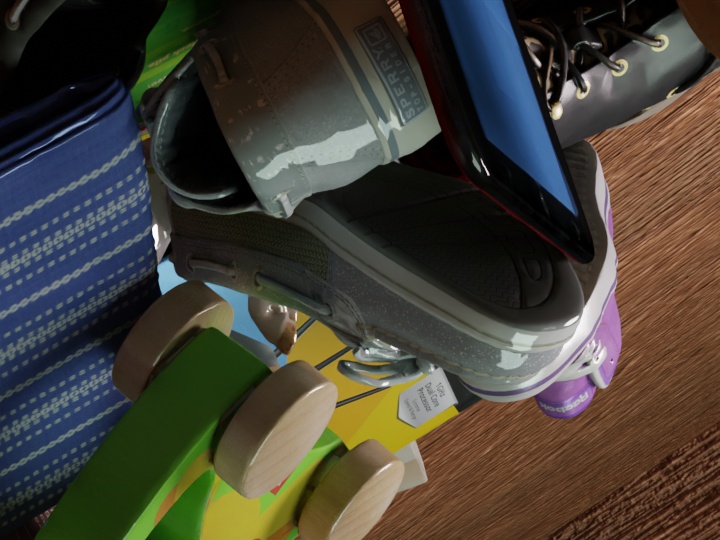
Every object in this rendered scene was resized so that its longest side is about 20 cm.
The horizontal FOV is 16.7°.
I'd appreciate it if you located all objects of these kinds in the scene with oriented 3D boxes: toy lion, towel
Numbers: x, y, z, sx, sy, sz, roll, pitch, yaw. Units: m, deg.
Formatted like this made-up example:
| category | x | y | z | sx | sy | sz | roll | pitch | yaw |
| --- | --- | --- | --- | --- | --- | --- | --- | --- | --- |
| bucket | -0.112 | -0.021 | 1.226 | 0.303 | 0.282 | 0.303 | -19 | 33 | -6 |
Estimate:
| category | x | y | z | sx | sy | sz | roll | pitch | yaw |
| --- | --- | --- | --- | --- | --- | --- | --- | --- | --- |
| toy lion | -0.075 | 0.116 | 0.871 | 0.192 | 0.069 | 0.200 | -52 | 162 | -6 |
| towel | -0.128 | 0.029 | 0.790 | 0.144 | 0.024 | 0.200 | -30 | 150 | -19 |

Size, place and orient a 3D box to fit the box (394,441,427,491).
| category | x | y | z | sx | sy | sz | roll | pitch | yaw |
| --- | --- | --- | --- | --- | --- | --- | --- | --- | --- |
| box | -0.077 | 0.085 | 1.200 | 0.199 | 0.095 | 0.078 | -18 | 157 | 1 |

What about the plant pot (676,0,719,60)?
| category | x | y | z | sx | sy | sz | roll | pitch | yaw |
| --- | --- | --- | --- | --- | --- | --- | --- | --- | --- |
| plant pot | 0.200 | -0.141 | 0.894 | 0.139 | 0.201 | 0.200 | -6 | 157 | -24 |

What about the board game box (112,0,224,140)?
| category | x | y | z | sx | sy | sz | roll | pitch | yaw |
| --- | --- | --- | --- | --- | --- | --- | --- | --- | --- |
| board game box | -0.040 | -0.103 | 0.826 | 0.095 | 0.030 | 0.200 | -25 | 163 | -21 |

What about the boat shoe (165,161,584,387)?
| category | x | y | z | sx | sy | sz | roll | pitch | yaw |
| --- | --- | --- | --- | --- | --- | --- | --- | --- | --- |
| boat shoe | -0.002 | 0.000 | 0.828 | 0.074 | 0.202 | 0.065 | -8 | 113 | -39 |

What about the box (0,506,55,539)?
| category | x | y | z | sx | sy | sz | roll | pitch | yaw |
| --- | --- | --- | --- | --- | --- | --- | --- | --- | --- |
| box | -0.191 | 0.112 | 0.984 | 0.166 | 0.165 | 0.200 | -34 | 167 | 11 |

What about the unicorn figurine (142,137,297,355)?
| category | x | y | z | sx | sy | sz | roll | pitch | yaw |
| --- | --- | --- | --- | --- | --- | --- | --- | --- | --- |
| unicorn figurine | -0.100 | 0.003 | 0.927 | 0.074 | 0.138 | 0.200 | -15 | -154 | 52 |

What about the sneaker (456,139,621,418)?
| category | x | y | z | sx | sy | sz | roll | pitch | yaw |
| --- | --- | --- | --- | --- | --- | --- | --- | --- | --- |
| sneaker | 0.087 | 0.030 | 1.094 | 0.072 | 0.115 | 0.201 | -3 | -154 | 16 |

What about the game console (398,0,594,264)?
| category | x | y | z | sx | sy | sz | roll | pitch | yaw |
| --- | --- | --- | --- | --- | --- | --- | --- | --- | --- |
| game console | 0.063 | -0.113 | 0.719 | 0.173 | 0.119 | 0.200 | -51 | 165 | 4 |

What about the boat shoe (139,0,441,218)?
| category | x | y | z | sx | sy | sz | roll | pitch | yaw |
| --- | --- | --- | --- | --- | --- | --- | --- | --- | --- |
| boat shoe | -0.034 | -0.052 | 0.745 | 0.071 | 0.070 | 0.201 | -27 | -172 | -9 |

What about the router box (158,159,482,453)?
| category | x | y | z | sx | sy | sz | roll | pitch | yaw |
| --- | --- | --- | --- | --- | --- | --- | --- | --- | --- |
| router box | -0.036 | 0.022 | 1.066 | 0.149 | 0.051 | 0.200 | -32 | 141 | -4 |

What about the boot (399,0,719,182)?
| category | x | y | z | sx | sy | sz | roll | pitch | yaw |
| --- | --- | --- | --- | --- | --- | --- | --- | --- | --- |
| boot | 0.104 | -0.102 | 1.053 | 0.150 | 0.073 | 0.200 | -23 | 172 | -37 |

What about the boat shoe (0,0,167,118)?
| category | x | y | z | sx | sy | sz | roll | pitch | yaw |
| --- | --- | --- | --- | --- | --- | --- | --- | --- | --- |
| boat shoe | -0.093 | -0.073 | 0.751 | 0.067 | 0.057 | 0.200 | -26 | 166 | -18 |
